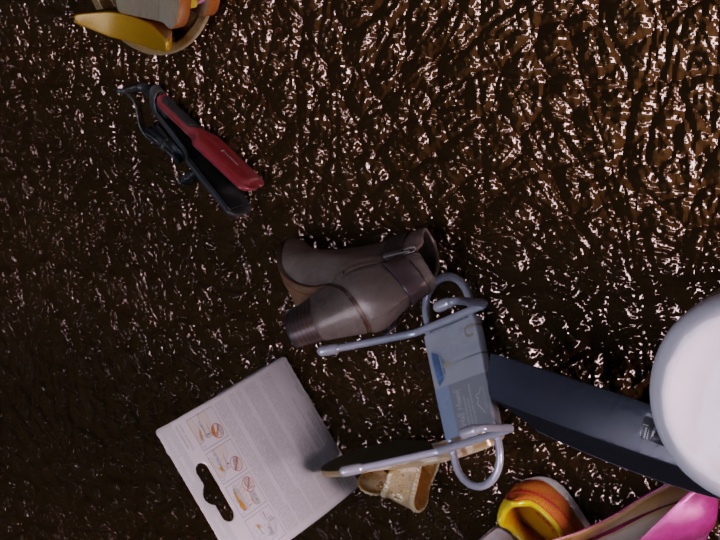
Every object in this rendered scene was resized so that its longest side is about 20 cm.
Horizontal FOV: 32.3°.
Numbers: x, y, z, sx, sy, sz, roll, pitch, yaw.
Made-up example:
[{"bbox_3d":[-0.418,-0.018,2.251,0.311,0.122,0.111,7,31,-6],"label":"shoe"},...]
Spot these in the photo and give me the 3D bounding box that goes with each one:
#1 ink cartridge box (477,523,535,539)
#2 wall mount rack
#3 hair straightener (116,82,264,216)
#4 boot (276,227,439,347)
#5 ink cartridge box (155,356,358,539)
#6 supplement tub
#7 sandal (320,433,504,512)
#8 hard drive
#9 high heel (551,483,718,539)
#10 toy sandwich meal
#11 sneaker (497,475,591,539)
[{"bbox_3d":[0.115,0.348,1.170,0.145,0.085,0.200,49,127,14],"label":"ink cartridge box"},{"bbox_3d":[0.051,0.106,1.121,0.174,0.074,0.200,-26,68,43],"label":"wall mount rack"},{"bbox_3d":[-0.184,-0.120,1.272,0.200,0.041,0.077,41,128,17],"label":"hair straightener"},{"bbox_3d":[0.000,0.000,1.146,0.146,0.200,0.070,-25,120,8],"label":"boot"},{"bbox_3d":[-0.106,0.195,1.237,0.050,0.200,0.162,-33,87,41],"label":"ink cartridge box"},{"bbox_3d":[0.293,0.070,0.862,0.145,0.200,0.145,5,101,27],"label":"supplement tub"},{"bbox_3d":[0.053,0.200,1.200,0.212,0.078,0.070,-21,93,35],"label":"sandal"},{"bbox_3d":[0.207,0.129,1.014,0.200,0.135,0.042,17,78,38],"label":"hard drive"},{"bbox_3d":[0.203,0.220,1.035,0.200,0.067,0.096,-6,118,-5],"label":"high heel"},{"bbox_3d":[-0.217,-0.296,1.204,0.205,0.070,0.206,15,117,32],"label":"toy sandwich meal"},{"bbox_3d":[0.204,0.272,1.113,0.200,0.077,0.073,37,125,18],"label":"sneaker"}]
